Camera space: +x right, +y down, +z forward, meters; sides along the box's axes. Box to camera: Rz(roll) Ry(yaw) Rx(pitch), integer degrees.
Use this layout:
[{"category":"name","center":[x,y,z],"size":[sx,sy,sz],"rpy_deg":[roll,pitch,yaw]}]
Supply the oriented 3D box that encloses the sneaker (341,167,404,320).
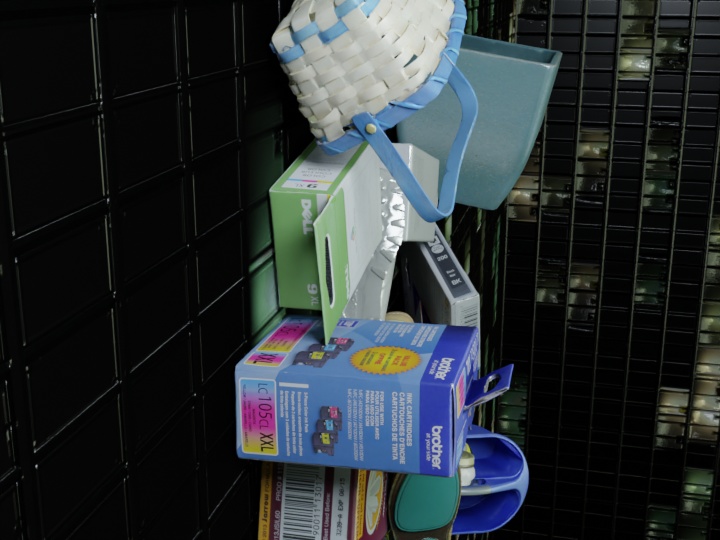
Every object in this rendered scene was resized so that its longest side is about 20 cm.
[{"category":"sneaker","center":[0.000,0.000,0.970],"size":[0.080,0.075,0.204],"rpy_deg":[2,100,-85]}]

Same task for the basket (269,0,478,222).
[{"category":"basket","center":[0.028,-0.162,0.804],"size":[0.200,0.138,0.178],"rpy_deg":[46,38,-24]}]

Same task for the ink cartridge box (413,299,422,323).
[{"category":"ink cartridge box","center":[0.082,0.165,1.229],"size":[0.202,0.056,0.164],"rpy_deg":[-84,-174,-50]}]

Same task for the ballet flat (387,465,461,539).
[{"category":"ballet flat","center":[0.056,0.230,0.922],"size":[0.071,0.069,0.203],"rpy_deg":[-63,155,-59]}]

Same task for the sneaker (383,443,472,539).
[{"category":"sneaker","center":[0.087,0.304,1.285],"size":[0.202,0.076,0.075],"rpy_deg":[-62,-152,-6]}]

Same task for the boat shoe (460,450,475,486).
[{"category":"boat shoe","center":[0.049,0.215,1.012],"size":[0.199,0.074,0.070],"rpy_deg":[-14,-110,59]}]

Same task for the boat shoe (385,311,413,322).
[{"category":"boat shoe","center":[0.036,0.099,1.147],"size":[0.201,0.073,0.067],"rpy_deg":[94,3,-55]}]

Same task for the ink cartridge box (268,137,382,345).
[{"category":"ink cartridge box","center":[-0.032,-0.034,0.817],"size":[0.201,0.058,0.105],"rpy_deg":[-62,153,-60]}]

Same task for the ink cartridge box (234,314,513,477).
[{"category":"ink cartridge box","center":[0.017,0.093,0.761],"size":[0.136,0.196,0.078],"rpy_deg":[-49,141,-70]}]

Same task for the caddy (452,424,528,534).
[{"category":"caddy","center":[0.139,0.294,1.383],"size":[0.105,0.197,0.144],"rpy_deg":[-156,-112,-69]}]

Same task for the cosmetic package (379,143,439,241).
[{"category":"cosmetic package","center":[0.038,-0.083,1.088],"size":[0.200,0.073,0.104],"rpy_deg":[-2,96,-79]}]

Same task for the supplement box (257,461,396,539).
[{"category":"supplement box","center":[-0.020,0.188,0.878],"size":[0.200,0.084,0.112],"rpy_deg":[6,88,-77]}]

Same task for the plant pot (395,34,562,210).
[{"category":"plant pot","center":[0.145,-0.194,1.286],"size":[0.196,0.193,0.203],"rpy_deg":[-50,151,-69]}]

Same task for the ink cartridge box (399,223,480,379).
[{"category":"ink cartridge box","center":[0.100,0.044,1.261],"size":[0.201,0.043,0.200],"rpy_deg":[-117,-166,-46]}]
